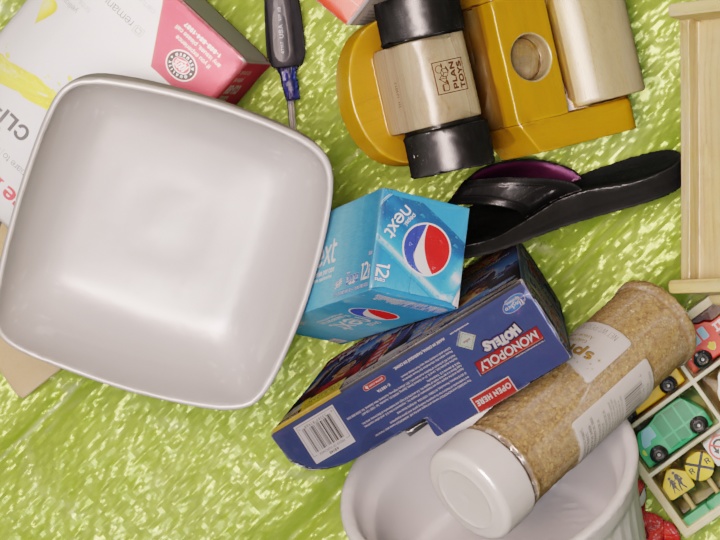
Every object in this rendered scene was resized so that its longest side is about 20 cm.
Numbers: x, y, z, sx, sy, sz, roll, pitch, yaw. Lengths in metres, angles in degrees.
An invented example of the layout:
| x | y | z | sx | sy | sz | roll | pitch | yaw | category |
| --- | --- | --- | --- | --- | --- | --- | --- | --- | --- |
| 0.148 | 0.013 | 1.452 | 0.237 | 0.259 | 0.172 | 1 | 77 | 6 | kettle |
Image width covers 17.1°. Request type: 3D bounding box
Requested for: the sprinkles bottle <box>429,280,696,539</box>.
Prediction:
| x | y | z | sx | sy | sz | roll | pitch | yaw | category |
| --- | --- | --- | --- | --- | --- | --- | --- | --- | --- |
| 0.131 | 0.087 | 1.530 | 0.200 | 0.068 | 0.068 | -39 | 87 | -30 | sprinkles bottle |

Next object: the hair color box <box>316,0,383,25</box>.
| x | y | z | sx | sy | sz | roll | pitch | yaw | category |
| --- | --- | --- | --- | --- | --- | --- | --- | --- | --- |
| 0.038 | -0.259 | 1.594 | 0.061 | 0.101 | 0.200 | 39 | 100 | 4 | hair color box |

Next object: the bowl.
| x | y | z | sx | sy | sz | roll | pitch | yaw | category |
| --- | --- | --- | --- | --- | --- | --- | --- | --- | --- |
| -0.127 | -0.025 | 1.568 | 0.198 | 0.075 | 0.201 | 17 | 105 | -7 | bowl |

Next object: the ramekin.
| x | y | z | sx | sy | sz | roll | pitch | yaw | category |
| --- | --- | --- | --- | --- | --- | --- | --- | --- | --- |
| 0.094 | 0.170 | 1.578 | 0.199 | 0.201 | 0.098 | -10 | 124 | 11 | ramekin |

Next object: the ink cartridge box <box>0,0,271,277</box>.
| x | y | z | sx | sy | sz | roll | pitch | yaw | category |
| --- | --- | --- | --- | --- | --- | --- | --- | --- | --- |
| -0.183 | -0.116 | 1.636 | 0.145 | 0.083 | 0.200 | 42 | 100 | 3 | ink cartridge box |

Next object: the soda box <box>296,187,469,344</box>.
| x | y | z | sx | sy | sz | roll | pitch | yaw | category |
| --- | --- | --- | --- | --- | --- | --- | --- | --- | --- |
| 0.000 | 0.000 | 1.571 | 0.064 | 0.200 | 0.068 | 12 | 77 | -21 | soda box |

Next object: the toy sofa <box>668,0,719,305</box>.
| x | y | z | sx | sy | sz | roll | pitch | yaw | category |
| --- | --- | --- | --- | --- | --- | --- | --- | --- | --- |
| 0.260 | -0.079 | 1.573 | 0.082 | 0.097 | 0.202 | -3 | 86 | 40 | toy sofa |

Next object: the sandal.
| x | y | z | sx | sy | sz | roll | pitch | yaw | category |
| --- | --- | --- | --- | --- | --- | --- | --- | --- | --- |
| 0.118 | -0.055 | 1.614 | 0.199 | 0.075 | 0.048 | -18 | 107 | 3 | sandal |

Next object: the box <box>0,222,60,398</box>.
| x | y | z | sx | sy | sz | roll | pitch | yaw | category |
| --- | --- | --- | --- | --- | --- | --- | --- | --- | --- |
| -0.212 | -0.032 | 1.703 | 0.199 | 0.021 | 0.164 | -36 | 89 | 11 | box |

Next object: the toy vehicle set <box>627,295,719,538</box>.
| x | y | z | sx | sy | sz | roll | pitch | yaw | category |
| --- | --- | --- | --- | --- | --- | --- | --- | --- | --- |
| 0.265 | 0.073 | 1.622 | 0.200 | 0.027 | 0.125 | -38 | 88 | 12 | toy vehicle set |

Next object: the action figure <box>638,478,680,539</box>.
| x | y | z | sx | sy | sz | roll | pitch | yaw | category |
| --- | --- | --- | --- | --- | --- | --- | --- | --- | --- |
| 0.197 | 0.241 | 1.643 | 0.065 | 0.052 | 0.202 | -6 | 92 | 14 | action figure |

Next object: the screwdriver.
| x | y | z | sx | sy | sz | roll | pitch | yaw | category |
| --- | --- | --- | --- | --- | --- | --- | --- | --- | --- |
| -0.044 | -0.102 | 1.664 | 0.029 | 0.028 | 0.202 | -11 | 96 | -18 | screwdriver |

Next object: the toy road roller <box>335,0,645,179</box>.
| x | y | z | sx | sy | sz | roll | pitch | yaw | category |
| --- | --- | --- | --- | --- | --- | --- | --- | --- | --- |
| 0.076 | -0.133 | 1.606 | 0.199 | 0.146 | 0.124 | -15 | 93 | -26 | toy road roller |

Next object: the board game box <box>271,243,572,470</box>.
| x | y | z | sx | sy | sz | roll | pitch | yaw | category |
| --- | --- | --- | --- | --- | --- | --- | --- | --- | --- |
| 0.059 | 0.051 | 1.577 | 0.199 | 0.200 | 0.062 | -32 | 95 | 21 | board game box |
